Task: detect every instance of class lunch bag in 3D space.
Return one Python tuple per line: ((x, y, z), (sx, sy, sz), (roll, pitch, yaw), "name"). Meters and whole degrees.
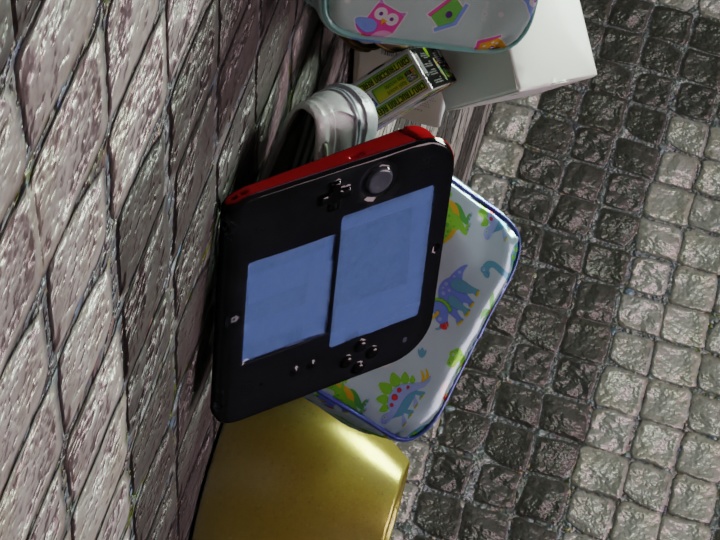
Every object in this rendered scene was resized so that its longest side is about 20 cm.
((0.015, 0.013, 1.591), (0.200, 0.161, 0.082), (-62, -155, -9), "lunch bag")
((0.043, -0.239, 1.300), (0.077, 0.160, 0.201), (-119, -143, -59), "lunch bag")

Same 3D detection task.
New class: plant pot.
((-0.041, 0.179, 1.694), (0.200, 0.142, 0.201), (15, 90, -85), "plant pot")

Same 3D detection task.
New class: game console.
((-0.020, 0.004, 1.424), (0.177, 0.031, 0.200), (-23, 138, -30), "game console")

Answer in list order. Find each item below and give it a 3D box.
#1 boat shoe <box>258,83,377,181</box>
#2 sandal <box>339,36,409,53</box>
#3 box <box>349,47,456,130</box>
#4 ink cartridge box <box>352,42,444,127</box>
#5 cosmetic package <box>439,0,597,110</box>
((-0.052, -0.036, 1.444), (0.067, 0.073, 0.201), (-15, 128, -50), "boat shoe")
((0.003, -0.191, 1.526), (0.200, 0.054, 0.081), (-54, 124, -79), "sandal")
((0.010, -0.124, 1.573), (0.110, 0.035, 0.200), (-32, -178, 10), "box")
((0.058, -0.235, 1.824), (0.176, 0.084, 0.200), (96, 11, -63), "ink cartridge box")
((0.106, -0.236, 1.684), (0.107, 0.085, 0.201), (-12, 91, -46), "cosmetic package")
